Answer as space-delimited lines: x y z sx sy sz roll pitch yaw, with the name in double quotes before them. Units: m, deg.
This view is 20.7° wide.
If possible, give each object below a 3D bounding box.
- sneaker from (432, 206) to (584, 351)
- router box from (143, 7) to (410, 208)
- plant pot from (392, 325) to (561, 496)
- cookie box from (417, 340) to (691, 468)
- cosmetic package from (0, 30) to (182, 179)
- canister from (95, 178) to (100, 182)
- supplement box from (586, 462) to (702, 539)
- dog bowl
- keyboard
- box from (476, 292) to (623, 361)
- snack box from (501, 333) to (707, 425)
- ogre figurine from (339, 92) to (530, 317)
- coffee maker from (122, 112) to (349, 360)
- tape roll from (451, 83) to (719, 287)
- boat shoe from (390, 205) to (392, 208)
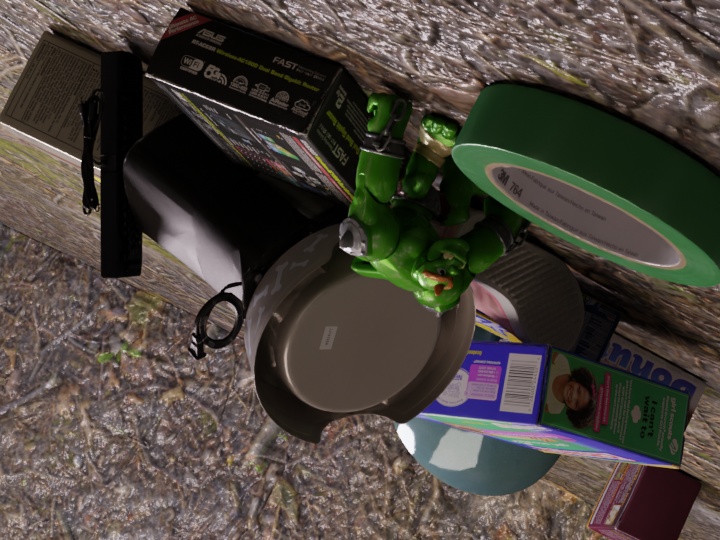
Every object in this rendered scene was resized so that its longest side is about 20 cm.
"sneaker" 0.111 0.000 1.726 0.105 0.075 0.200 18 163 48
"router box" -0.061 -0.120 1.555 0.150 0.062 0.200 24 171 23
"plant pot" 0.144 0.110 1.990 0.200 0.200 0.135 28 146 -8
"cookie box" 0.167 0.118 1.767 0.200 0.075 0.171 18 169 -41
"cosmetic package" -0.225 -0.134 1.862 0.200 0.104 0.087 27 174 15
"canister" -0.165 -0.094 1.974 0.200 0.087 0.149 22 171 22
"supplement box" 0.388 0.324 2.715 0.086 0.111 0.200 27 172 -1
"dog bowl" -0.006 0.047 1.633 0.200 0.200 0.059 34 -169 -39
"keyboard" -0.215 -0.093 1.739 0.021 0.200 0.127 0 -178 19
"box" 0.137 0.026 1.836 0.200 0.064 0.070 27 172 3
"snack box" 0.235 0.096 1.925 0.200 0.072 0.024 28 171 -8
"ogre figurine" 0.051 -0.041 1.495 0.098 0.120 0.200 23 172 23
"coffee maker" -0.116 -0.042 1.695 0.192 0.135 0.200 -15 -141 -40
"tape roll" 0.159 -0.055 1.315 0.200 0.048 0.200 26 171 4
"boat shoe" 0.000 -0.002 1.852 0.063 0.073 0.201 12 149 -7
